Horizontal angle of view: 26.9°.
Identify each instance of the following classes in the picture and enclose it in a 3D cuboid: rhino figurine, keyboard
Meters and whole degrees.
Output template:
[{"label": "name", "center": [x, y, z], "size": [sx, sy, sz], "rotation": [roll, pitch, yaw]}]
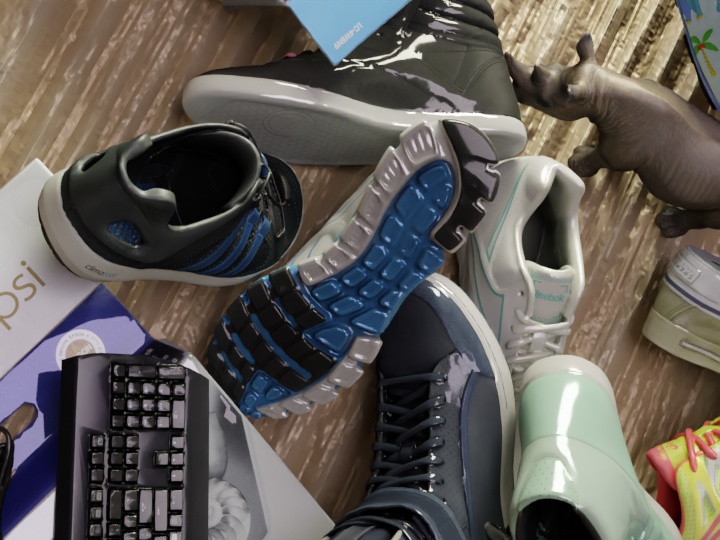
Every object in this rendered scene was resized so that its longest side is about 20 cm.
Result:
[{"label": "rhino figurine", "center": [0.166, -0.082, 0.898], "size": [0.199, 0.087, 0.060], "rotation": [30, 72, -19]}, {"label": "keyboard", "center": [-0.133, 0.141, 0.725], "size": [0.126, 0.021, 0.203], "rotation": [3, 81, -23]}]

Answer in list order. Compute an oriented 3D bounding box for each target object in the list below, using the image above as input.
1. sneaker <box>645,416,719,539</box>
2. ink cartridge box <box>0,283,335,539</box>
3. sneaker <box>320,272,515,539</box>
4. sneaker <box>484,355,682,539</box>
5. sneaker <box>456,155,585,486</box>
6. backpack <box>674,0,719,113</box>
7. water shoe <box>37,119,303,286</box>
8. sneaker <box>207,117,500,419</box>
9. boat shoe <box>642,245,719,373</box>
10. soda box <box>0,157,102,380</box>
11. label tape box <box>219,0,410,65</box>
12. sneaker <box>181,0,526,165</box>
[{"label": "sneaker", "center": [0.217, 0.114, 0.884], "size": [0.090, 0.078, 0.201], "rotation": [28, 94, -4]}, {"label": "ink cartridge box", "center": [-0.131, 0.140, 0.759], "size": [0.200, 0.041, 0.200], "rotation": [-46, 102, -22]}, {"label": "sneaker", "center": [0.021, 0.102, 0.783], "size": [0.146, 0.076, 0.205], "rotation": [-4, 82, -56]}, {"label": "sneaker", "center": [0.123, 0.159, 0.807], "size": [0.202, 0.073, 0.119], "rotation": [63, 28, -30]}, {"label": "sneaker", "center": [0.087, 0.031, 0.853], "size": [0.070, 0.080, 0.203], "rotation": [6, 84, -25]}, {"label": "backpack", "center": [0.280, -0.185, 0.903], "size": [0.199, 0.146, 0.185], "rotation": [-22, 92, -45]}, {"label": "water shoe", "center": [-0.069, -0.034, 0.745], "size": [0.199, 0.078, 0.072], "rotation": [-16, 81, -60]}, {"label": "sneaker", "center": [0.000, 0.000, 0.808], "size": [0.200, 0.087, 0.075], "rotation": [-44, 93, 10]}, {"label": "boat shoe", "center": [0.260, 0.049, 0.946], "size": [0.199, 0.072, 0.062], "rotation": [27, 110, -22]}, {"label": "soda box", "center": [-0.208, 0.040, 0.720], "size": [0.068, 0.064, 0.200], "rotation": [47, 66, -8]}, {"label": "label tape box", "center": [-0.041, -0.220, 0.823], "size": [0.143, 0.066, 0.200], "rotation": [-43, 97, -23]}, {"label": "sneaker", "center": [-0.005, -0.117, 0.841], "size": [0.198, 0.071, 0.100], "rotation": [2, 70, -20]}]
